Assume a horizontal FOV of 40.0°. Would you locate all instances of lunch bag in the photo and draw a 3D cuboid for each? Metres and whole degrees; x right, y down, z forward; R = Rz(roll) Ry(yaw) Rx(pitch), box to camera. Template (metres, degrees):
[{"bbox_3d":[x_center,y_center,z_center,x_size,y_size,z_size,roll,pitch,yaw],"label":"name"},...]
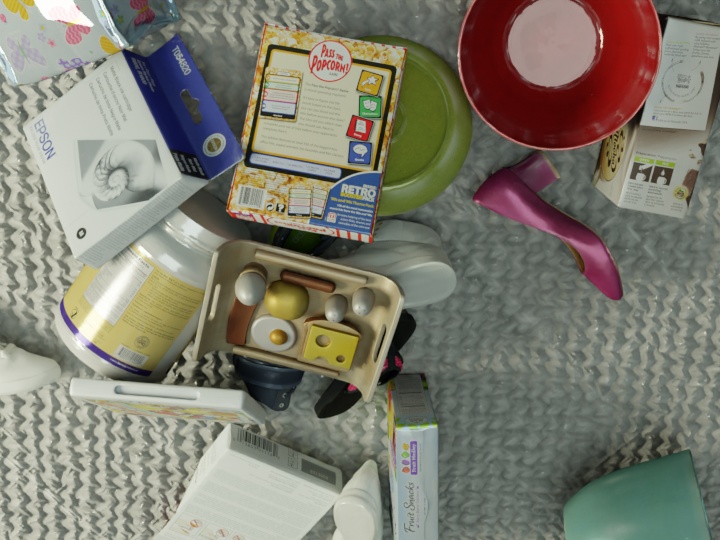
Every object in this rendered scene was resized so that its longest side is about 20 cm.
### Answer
[{"bbox_3d":[-0.299,-0.306,0.974,0.169,0.127,0.200,-12,115,30],"label":"lunch bag"}]

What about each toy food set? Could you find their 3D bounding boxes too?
[{"bbox_3d":[-0.067,0.059,1.041,0.200,0.060,0.144,15,119,-3],"label":"toy food set"}]

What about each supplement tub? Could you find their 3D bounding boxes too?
[{"bbox_3d":[-0.226,0.010,1.088,0.145,0.145,0.200,34,104,-12],"label":"supplement tub"}]

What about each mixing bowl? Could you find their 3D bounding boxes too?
[{"bbox_3d":[0.204,-0.234,1.033,0.200,0.108,0.200,2,110,7],"label":"mixing bowl"}]

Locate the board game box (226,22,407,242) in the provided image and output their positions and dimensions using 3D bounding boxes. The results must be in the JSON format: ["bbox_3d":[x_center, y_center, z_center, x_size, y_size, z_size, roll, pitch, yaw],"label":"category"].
[{"bbox_3d":[-0.043,-0.141,1.018,0.151,0.046,0.200,11,84,2],"label":"board game box"}]

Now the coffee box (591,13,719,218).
[{"bbox_3d":[0.321,-0.170,1.061,0.080,0.113,0.200,9,108,-5],"label":"coffee box"}]

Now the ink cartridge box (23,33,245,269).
[{"bbox_3d":[-0.242,-0.134,1.032,0.200,0.200,0.041,-36,150,9],"label":"ink cartridge box"}]

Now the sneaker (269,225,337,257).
[{"bbox_3d":[-0.028,-0.072,1.100,0.074,0.081,0.200,37,103,-12],"label":"sneaker"}]

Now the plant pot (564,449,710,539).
[{"bbox_3d":[0.335,0.327,1.179,0.161,0.201,0.201,-13,108,17],"label":"plant pot"}]

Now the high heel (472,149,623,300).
[{"bbox_3d":[0.215,-0.033,1.122,0.096,0.067,0.200,-34,101,-1],"label":"high heel"}]

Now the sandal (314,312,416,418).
[{"bbox_3d":[0.012,0.119,1.133,0.075,0.045,0.200,-5,141,-38],"label":"sandal"}]

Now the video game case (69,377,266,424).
[{"bbox_3d":[-0.207,0.149,1.109,0.182,0.200,0.023,4,77,2],"label":"video game case"}]

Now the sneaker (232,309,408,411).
[{"bbox_3d":[-0.050,0.093,1.160,0.202,0.077,0.146,4,117,-12],"label":"sneaker"}]

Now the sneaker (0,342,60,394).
[{"bbox_3d":[-0.448,0.092,1.145,0.200,0.075,0.089,5,96,-2],"label":"sneaker"}]

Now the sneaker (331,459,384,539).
[{"bbox_3d":[0.003,0.318,1.236,0.075,0.089,0.200,16,132,7],"label":"sneaker"}]

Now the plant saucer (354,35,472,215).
[{"bbox_3d":[0.021,-0.159,1.059,0.200,0.031,0.200,0,84,1],"label":"plant saucer"}]

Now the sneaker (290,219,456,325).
[{"bbox_3d":[0.000,0.000,1.109,0.200,0.116,0.074,-7,120,-1],"label":"sneaker"}]

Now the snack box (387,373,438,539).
[{"bbox_3d":[0.061,0.242,1.172,0.053,0.142,0.200,-2,108,-1],"label":"snack box"}]

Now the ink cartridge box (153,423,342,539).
[{"bbox_3d":[-0.141,0.292,1.231,0.160,0.047,0.200,27,122,-21],"label":"ink cartridge box"}]
